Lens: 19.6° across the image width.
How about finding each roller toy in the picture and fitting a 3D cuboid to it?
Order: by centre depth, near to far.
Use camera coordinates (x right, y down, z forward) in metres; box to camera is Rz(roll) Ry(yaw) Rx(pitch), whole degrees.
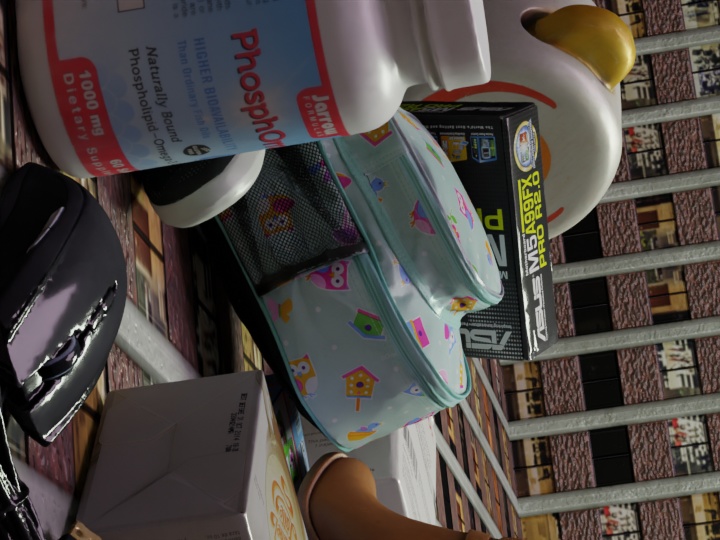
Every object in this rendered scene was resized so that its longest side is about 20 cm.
[{"bbox_3d":[0.093,-0.111,1.454,0.140,0.200,0.183,-85,170,-49],"label":"roller toy"}]

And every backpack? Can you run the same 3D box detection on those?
[{"bbox_3d":[0.000,0.000,1.231,0.176,0.153,0.200,15,57,-80],"label":"backpack"}]

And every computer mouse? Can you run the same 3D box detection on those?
[{"bbox_3d":[-0.115,0.048,0.836,0.200,0.046,0.141,-84,163,-61],"label":"computer mouse"}]

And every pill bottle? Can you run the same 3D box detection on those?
[{"bbox_3d":[-0.046,-0.109,0.938,0.109,0.200,0.109,-9,90,-82],"label":"pill bottle"}]

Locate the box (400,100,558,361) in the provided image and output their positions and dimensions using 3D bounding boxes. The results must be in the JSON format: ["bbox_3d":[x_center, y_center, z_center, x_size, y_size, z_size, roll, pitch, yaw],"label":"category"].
[{"bbox_3d":[0.026,-0.028,1.353,0.044,0.200,0.160,-25,114,-53],"label":"box"}]

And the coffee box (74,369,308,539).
[{"bbox_3d":[-0.063,0.162,0.962,0.114,0.080,0.200,-84,164,-60],"label":"coffee box"}]

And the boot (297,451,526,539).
[{"bbox_3d":[0.042,0.160,1.175,0.200,0.155,0.077,-79,158,-68],"label":"boot"}]

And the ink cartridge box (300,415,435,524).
[{"bbox_3d":[0.001,0.133,1.443,0.200,0.084,0.146,-87,167,-53],"label":"ink cartridge box"}]

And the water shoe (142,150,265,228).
[{"bbox_3d":[-0.100,-0.104,1.108,0.079,0.071,0.200,48,23,-35],"label":"water shoe"}]

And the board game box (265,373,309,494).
[{"bbox_3d":[-0.055,0.154,1.190,0.200,0.037,0.151,-59,140,-79],"label":"board game box"}]
